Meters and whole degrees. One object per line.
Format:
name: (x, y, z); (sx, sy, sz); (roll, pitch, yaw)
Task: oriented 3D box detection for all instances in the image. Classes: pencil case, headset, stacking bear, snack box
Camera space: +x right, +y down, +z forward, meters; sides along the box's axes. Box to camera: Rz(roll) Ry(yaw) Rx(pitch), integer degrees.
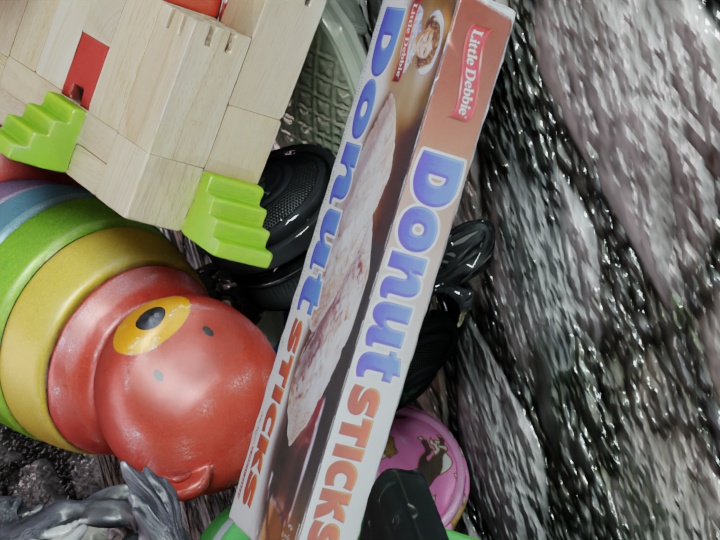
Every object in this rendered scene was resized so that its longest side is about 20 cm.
pencil case: (0.011, 0.152, 0.937); (0.083, 0.086, 0.200); (32, 147, 26)
headset: (0.000, 0.000, 0.818); (0.124, 0.094, 0.200); (53, 178, -10)
stacking bear: (-0.108, 0.025, 0.822); (0.200, 0.121, 0.114); (30, 146, 42)
snack box: (0.002, 0.002, 0.683); (0.072, 0.024, 0.201); (-154, 80, -69)

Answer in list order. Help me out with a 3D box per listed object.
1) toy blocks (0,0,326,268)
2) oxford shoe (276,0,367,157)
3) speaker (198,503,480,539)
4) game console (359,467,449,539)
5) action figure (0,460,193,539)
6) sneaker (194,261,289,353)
toy blocks: (-0.081, -0.103, 0.770); (0.200, 0.100, 0.137); (33, 105, 50)
oxford shoe: (-0.028, -0.120, 0.841); (0.075, 0.058, 0.201); (-18, 102, 50)
speaker: (0.015, 0.139, 0.755); (0.200, 0.088, 0.089); (10, 117, 53)
game console: (0.059, 0.189, 0.630); (0.176, 0.116, 0.201); (-112, 29, -60)
action figure: (-0.111, 0.136, 0.767); (0.200, 0.102, 0.119); (-4, 116, 57)
sneaker: (-0.045, 0.043, 0.961); (0.089, 0.078, 0.200); (64, -160, -18)
